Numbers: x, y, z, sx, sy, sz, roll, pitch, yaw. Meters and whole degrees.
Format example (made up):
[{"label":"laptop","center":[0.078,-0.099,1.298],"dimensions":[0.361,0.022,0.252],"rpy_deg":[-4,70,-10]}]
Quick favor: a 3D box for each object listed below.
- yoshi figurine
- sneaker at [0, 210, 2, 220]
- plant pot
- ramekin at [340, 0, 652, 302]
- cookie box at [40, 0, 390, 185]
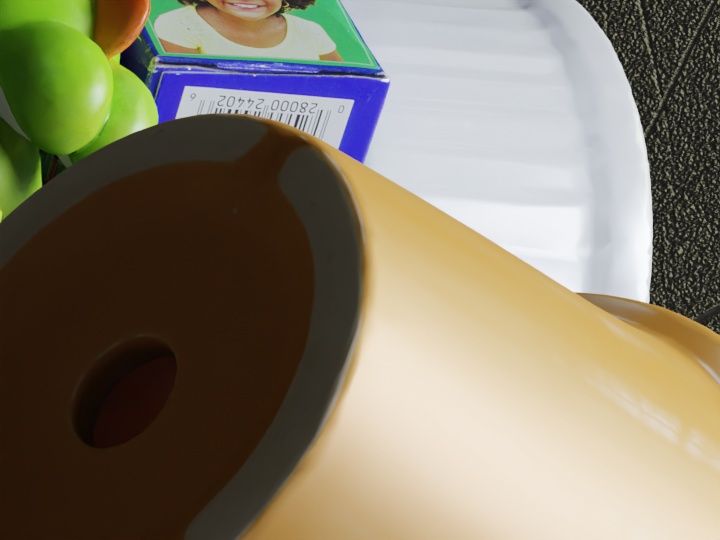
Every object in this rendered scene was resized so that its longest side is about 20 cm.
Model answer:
[{"label":"yoshi figurine","center":[-0.131,-0.065,0.801],"dimensions":[0.200,0.112,0.112],"rpy_deg":[44,-51,46]},{"label":"sneaker","center":[-0.066,0.050,0.792],"dimensions":[0.072,0.082,0.200],"rpy_deg":[-96,177,-46]},{"label":"plant pot","center":[-0.002,0.067,0.642],"dimensions":[0.183,0.200,0.200],"rpy_deg":[45,10,-41]},{"label":"ramekin","center":[0.000,0.000,0.933],"dimensions":[0.200,0.097,0.201],"rpy_deg":[-24,-118,60]},{"label":"cookie box","center":[-0.076,-0.043,0.897],"dimensions":[0.200,0.075,0.172],"rpy_deg":[-119,-141,-48]}]
